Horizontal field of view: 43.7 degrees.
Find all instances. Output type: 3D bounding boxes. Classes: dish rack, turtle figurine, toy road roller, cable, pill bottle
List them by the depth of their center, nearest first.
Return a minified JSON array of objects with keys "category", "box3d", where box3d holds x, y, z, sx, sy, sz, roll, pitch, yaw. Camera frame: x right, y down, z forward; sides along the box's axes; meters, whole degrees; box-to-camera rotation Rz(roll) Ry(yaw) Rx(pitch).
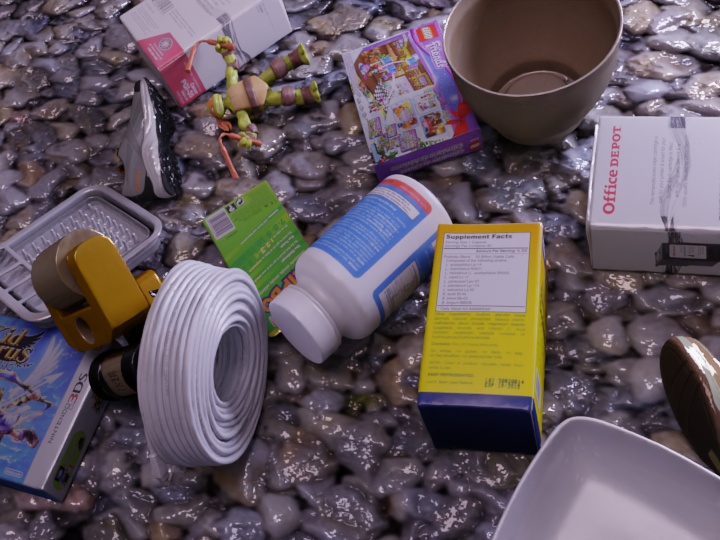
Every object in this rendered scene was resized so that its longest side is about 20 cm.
[{"category":"cable","box3d":[-0.153,0.094,0.899,0.068,0.203,0.201,4,37,17]},{"category":"pill bottle","box3d":[0.000,0.000,0.955,0.112,0.113,0.200,35,65,31]},{"category":"toy road roller","box3d":[-0.245,0.036,0.978,0.122,0.202,0.146,-17,17,49]},{"category":"dish rack","box3d":[-0.350,-0.014,1.096,0.170,0.044,0.200,28,57,35]},{"category":"turtle figurine","box3d":[-0.134,-0.223,1.178,0.158,0.064,0.203,-17,74,0]}]

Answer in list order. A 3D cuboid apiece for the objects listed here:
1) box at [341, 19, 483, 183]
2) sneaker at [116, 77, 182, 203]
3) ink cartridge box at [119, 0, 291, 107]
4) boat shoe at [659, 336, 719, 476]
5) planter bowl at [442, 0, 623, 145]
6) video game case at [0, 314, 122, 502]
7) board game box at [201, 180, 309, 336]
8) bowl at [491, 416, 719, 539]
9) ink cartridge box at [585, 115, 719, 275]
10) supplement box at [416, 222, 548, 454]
[{"category":"box","box3d":[0.062,-0.215,1.129,0.135,0.039,0.203,-18,55,5]},{"category":"sneaker","box3d":[-0.289,-0.175,1.188,0.078,0.074,0.203,-18,55,10]},{"category":"ink cartridge box","box3d":[-0.216,-0.347,1.266,0.199,0.083,0.147,-35,55,-7]},{"category":"boat shoe","box3d":[0.344,0.145,0.812,0.075,0.072,0.203,-14,62,-11]},{"category":"planter bowl","box3d":[0.202,-0.234,1.042,0.196,0.135,0.203,-7,57,12]},{"category":"video game case","box3d":[-0.389,0.149,1.029,0.196,0.046,0.184,8,60,21]},{"category":"board game box","box3d":[-0.107,-0.013,1.059,0.095,0.030,0.201,-31,54,-5]},{"category":"bowl","box3d":[0.220,0.250,0.770,0.198,0.075,0.201,25,68,27]},{"category":"ink cartridge box","box3d":[0.340,-0.079,0.935,0.196,0.084,0.147,3,60,19]},{"category":"supplement box","box3d":[0.127,0.065,0.891,0.107,0.110,0.203,1,60,16]}]
